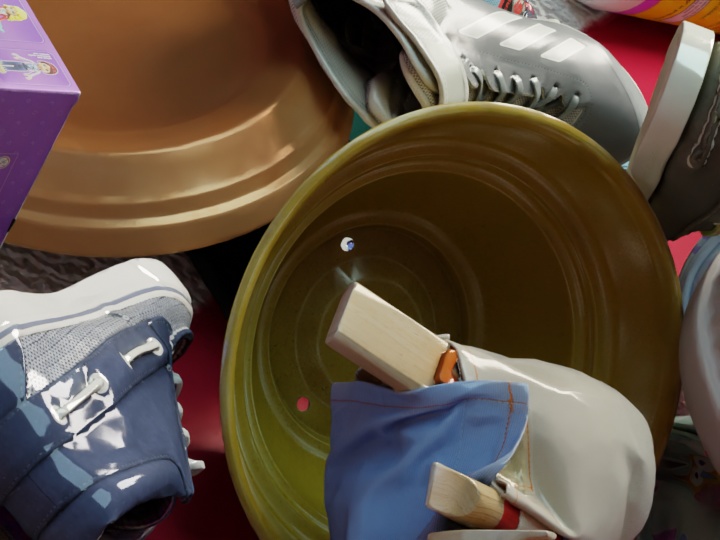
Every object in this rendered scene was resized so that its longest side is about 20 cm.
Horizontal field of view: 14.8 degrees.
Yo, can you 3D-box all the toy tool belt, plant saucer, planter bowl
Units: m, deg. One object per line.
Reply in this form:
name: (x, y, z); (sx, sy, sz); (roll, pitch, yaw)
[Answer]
toy tool belt: (0.025, 0.113, 0.940); (0.123, 0.125, 0.201); (25, 59, -45)
plant saucer: (-0.101, -0.081, 1.128); (0.199, 0.038, 0.201); (2, 38, -2)
planter bowl: (0.020, 0.031, 1.063); (0.200, 0.201, 0.083); (11, 4, -30)

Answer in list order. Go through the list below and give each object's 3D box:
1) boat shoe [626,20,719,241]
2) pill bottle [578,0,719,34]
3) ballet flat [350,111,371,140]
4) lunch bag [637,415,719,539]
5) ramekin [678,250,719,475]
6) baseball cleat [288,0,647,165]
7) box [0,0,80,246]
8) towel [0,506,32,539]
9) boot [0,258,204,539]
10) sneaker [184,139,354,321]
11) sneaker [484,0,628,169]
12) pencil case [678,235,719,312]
boat shoe: (0.140, -0.045, 1.102); (0.060, 0.072, 0.202); (18, -9, 4)
pill bottle: (0.211, -0.182, 1.535); (0.199, 0.104, 0.104); (8, 39, -34)
ballet flat: (0.070, -0.016, 1.245); (0.200, 0.068, 0.067); (42, 14, 6)
lunch bag: (0.216, 0.123, 1.115); (0.170, 0.122, 0.200); (-2, 41, -34)
ramekin: (0.230, 0.029, 1.038); (0.199, 0.105, 0.201); (15, 44, -15)
baseball cleat: (0.044, -0.075, 1.151); (0.199, 0.070, 0.107); (28, 36, -26)
box: (-0.185, -0.082, 1.035); (0.039, 0.137, 0.200); (1, 43, -40)
towel: (-0.131, 0.118, 0.921); (0.200, 0.023, 0.143); (42, 34, 17)
boot: (-0.090, 0.054, 0.977); (0.090, 0.073, 0.200); (49, 18, 9)
sneaker: (-0.001, 0.000, 1.148); (0.199, 0.081, 0.115); (22, 37, -3)
sneaker: (0.056, -0.093, 1.292); (0.199, 0.096, 0.079); (28, 33, -6)
pencil case: (0.202, 0.012, 1.233); (0.091, 0.083, 0.200); (46, 14, 11)
